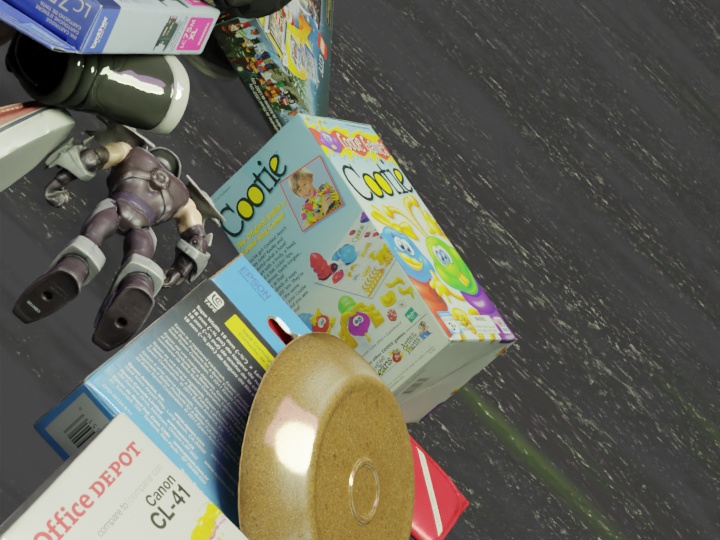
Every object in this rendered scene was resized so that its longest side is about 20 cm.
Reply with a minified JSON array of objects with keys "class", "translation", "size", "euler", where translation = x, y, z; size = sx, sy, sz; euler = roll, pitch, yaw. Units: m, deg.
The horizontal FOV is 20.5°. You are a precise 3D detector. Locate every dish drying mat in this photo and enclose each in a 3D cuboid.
[{"class":"dish drying mat","translation":[-0.005,0.108,1.400],"size":[0.200,0.018,0.077],"euler":[47,35,-1]}]

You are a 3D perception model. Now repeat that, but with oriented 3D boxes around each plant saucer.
[{"class":"plant saucer","translation":[-0.011,0.138,1.254],"size":[0.200,0.035,0.200],"euler":[9,80,-62]}]

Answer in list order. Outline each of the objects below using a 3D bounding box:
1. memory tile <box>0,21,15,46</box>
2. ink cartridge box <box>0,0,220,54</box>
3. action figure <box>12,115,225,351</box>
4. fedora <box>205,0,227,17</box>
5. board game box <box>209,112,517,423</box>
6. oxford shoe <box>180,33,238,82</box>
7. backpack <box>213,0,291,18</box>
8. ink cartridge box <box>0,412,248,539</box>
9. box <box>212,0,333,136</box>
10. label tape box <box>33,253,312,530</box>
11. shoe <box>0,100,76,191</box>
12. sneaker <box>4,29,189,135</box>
[{"class":"memory tile","translation":[-0.265,-0.188,1.291],"size":[0.017,0.153,0.200],"euler":[42,34,12]},{"class":"ink cartridge box","translation":[-0.184,-0.181,1.269],"size":[0.119,0.042,0.200],"euler":[33,19,16]},{"class":"action figure","translation":[-0.159,-0.029,1.329],"size":[0.130,0.069,0.200],"euler":[33,32,-9]},{"class":"fedora","translation":[-0.132,-0.271,1.483],"size":[0.201,0.200,0.092],"euler":[-88,168,-45]},{"class":"board game box","translation":[0.000,0.000,1.412],"size":[0.200,0.105,0.103],"euler":[57,25,19]},{"class":"oxford shoe","translation":[-0.126,-0.235,1.572],"size":[0.075,0.058,0.200],"euler":[18,46,-39]},{"class":"backpack","translation":[-0.121,-0.276,1.344],"size":[0.127,0.167,0.200],"euler":[-36,66,-20]},{"class":"ink cartridge box","translation":[-0.120,0.202,1.126],"size":[0.200,0.086,0.148],"euler":[47,35,-4]},{"class":"box","translation":[-0.067,-0.208,1.573],"size":[0.200,0.038,0.137],"euler":[-88,156,-46]},{"class":"label tape box","translation":[-0.094,0.095,1.276],"size":[0.144,0.063,0.200],"euler":[49,34,-1]},{"class":"shoe","translation":[-0.267,-0.090,1.264],"size":[0.091,0.071,0.200],"euler":[49,35,4]},{"class":"sneaker","translation":[-0.200,-0.156,1.346],"size":[0.099,0.071,0.200],"euler":[17,14,-38]}]
